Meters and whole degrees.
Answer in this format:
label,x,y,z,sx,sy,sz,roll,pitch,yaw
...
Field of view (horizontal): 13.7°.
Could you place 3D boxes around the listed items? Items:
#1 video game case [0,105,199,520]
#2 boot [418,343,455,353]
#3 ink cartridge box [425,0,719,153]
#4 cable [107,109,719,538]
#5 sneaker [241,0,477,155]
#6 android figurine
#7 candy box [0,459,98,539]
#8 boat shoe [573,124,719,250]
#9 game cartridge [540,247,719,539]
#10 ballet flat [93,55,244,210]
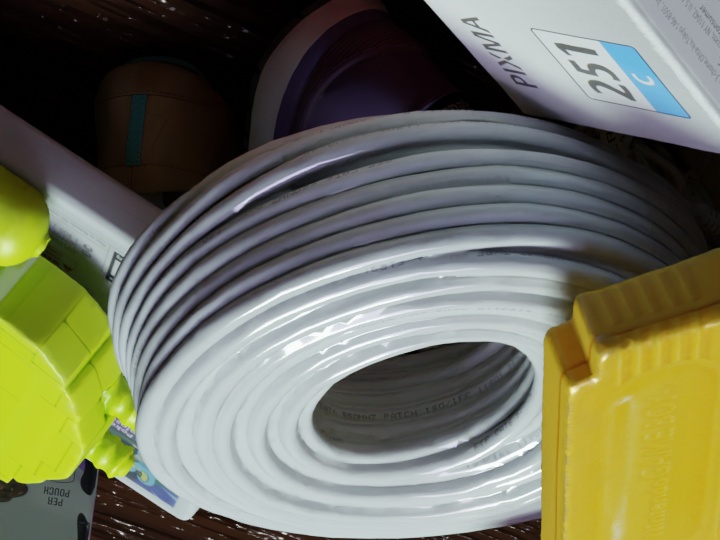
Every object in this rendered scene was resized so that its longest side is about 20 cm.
label,x,y,z,sx,sy,sz,roll,pitch,yaw
video game case,-0.127,0.002,1.127,0.200,0.023,0.182,33,151,2
boot,0.115,0.071,1.156,0.199,0.097,0.075,7,180,-3
ink cartridge box,0.015,-0.116,0.885,0.176,0.045,0.200,16,160,42
cable,0.019,0.025,0.991,0.200,0.069,0.200,-27,144,27
sneaker,0.000,0.000,1.075,0.088,0.076,0.200,43,149,26
android figurine,-0.159,0.007,1.102,0.200,0.041,0.182,36,150,1
candy box,-0.197,0.111,1.233,0.167,0.201,0.072,10,150,-9
boat shoe,0.100,-0.032,1.059,0.062,0.074,0.200,-4,152,-13
game cartridge,0.155,0.035,0.959,0.199,0.033,0.176,-18,151,-7
ballet flat,-0.057,-0.005,1.149,0.068,0.063,0.200,-5,148,20
